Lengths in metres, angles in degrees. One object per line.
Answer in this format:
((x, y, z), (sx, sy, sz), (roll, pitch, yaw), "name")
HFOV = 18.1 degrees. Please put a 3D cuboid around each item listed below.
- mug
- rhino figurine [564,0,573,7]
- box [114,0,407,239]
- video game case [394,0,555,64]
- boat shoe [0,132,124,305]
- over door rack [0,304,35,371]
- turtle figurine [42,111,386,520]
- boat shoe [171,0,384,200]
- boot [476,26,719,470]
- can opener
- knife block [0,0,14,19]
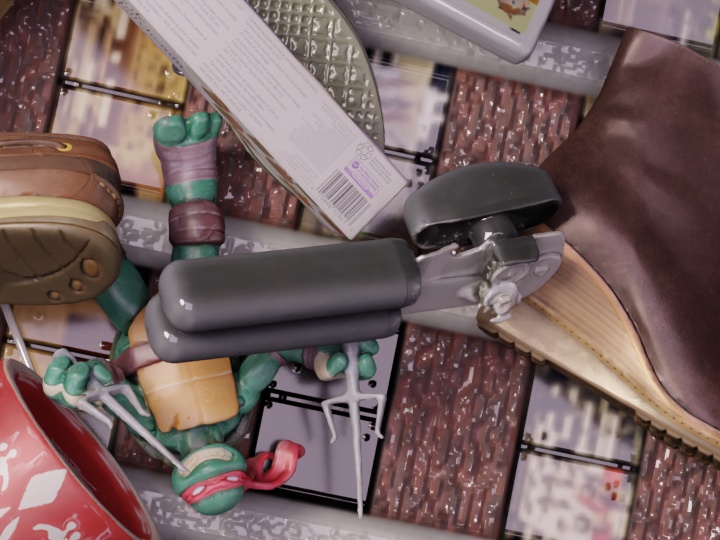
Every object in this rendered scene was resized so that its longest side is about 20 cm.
((-0.201, 0.131, 0.946), (0.200, 0.178, 0.134), (-38, 54, 1), "mug")
((0.015, -0.177, 1.063), (0.200, 0.060, 0.088), (31, 79, -5), "rhino figurine")
((-0.060, -0.097, 1.000), (0.041, 0.039, 0.200), (-46, 106, -7), "box")
((0.022, -0.217, 1.029), (0.199, 0.022, 0.183), (27, 72, -9), "video game case")
((-0.199, -0.030, 0.965), (0.199, 0.072, 0.068), (3, 55, 0), "boat shoe")
((-0.230, 0.016, 1.019), (0.147, 0.067, 0.201), (-22, 88, -6), "over door rack")
((-0.081, 0.035, 1.016), (0.149, 0.101, 0.201), (-13, 75, -29), "turtle figurine")
((-0.056, -0.117, 1.051), (0.075, 0.062, 0.200), (-39, 103, -10), "boat shoe")
((0.170, -0.001, 1.059), (0.200, 0.072, 0.167), (31, 86, 1), "boot")
((0.000, 0.000, 0.987), (0.199, 0.053, 0.067), (-11, 61, -26), "can opener")
((-0.168, -0.157, 1.015), (0.199, 0.064, 0.176), (-13, 70, -7), "knife block")
